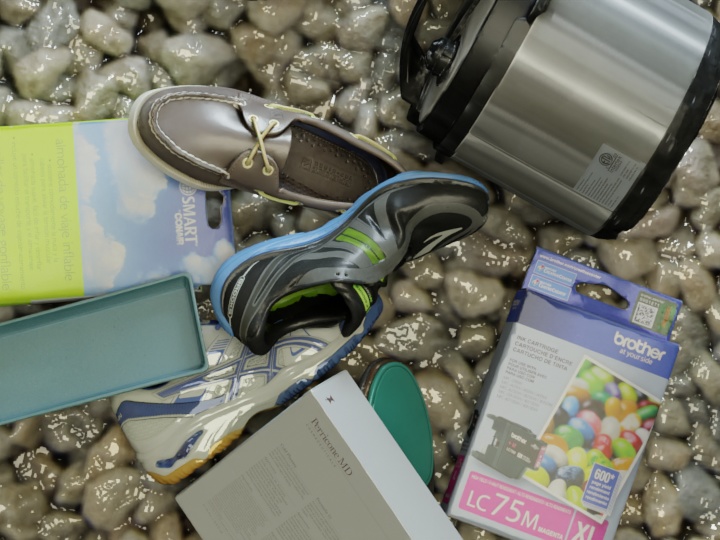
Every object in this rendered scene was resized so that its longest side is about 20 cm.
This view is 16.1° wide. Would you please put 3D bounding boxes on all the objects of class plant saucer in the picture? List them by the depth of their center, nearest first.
[{"bbox_3d":[-0.200,0.060,1.719,0.199,0.019,0.070,-15,75,9],"label":"plant saucer"}]

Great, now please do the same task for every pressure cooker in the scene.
[{"bbox_3d":[0.128,-0.137,1.710,0.199,0.179,0.177,28,88,-5],"label":"pressure cooker"}]

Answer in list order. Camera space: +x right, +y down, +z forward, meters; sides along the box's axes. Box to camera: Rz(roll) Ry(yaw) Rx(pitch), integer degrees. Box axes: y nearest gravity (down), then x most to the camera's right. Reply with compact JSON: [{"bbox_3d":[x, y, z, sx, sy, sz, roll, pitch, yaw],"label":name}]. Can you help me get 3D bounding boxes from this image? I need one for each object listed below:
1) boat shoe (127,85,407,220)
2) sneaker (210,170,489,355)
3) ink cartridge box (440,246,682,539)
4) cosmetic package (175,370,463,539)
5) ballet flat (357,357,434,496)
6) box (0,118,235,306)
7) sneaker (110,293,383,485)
[{"bbox_3d":[-0.059,-0.080,1.713,0.199,0.059,0.072,19,78,-28],"label":"boat shoe"},{"bbox_3d":[0.000,0.000,1.695,0.199,0.071,0.083,-25,52,-7],"label":"sneaker"},{"bbox_3d":[0.144,0.095,1.771,0.119,0.042,0.201,20,84,-5],"label":"ink cartridge box"},{"bbox_3d":[-0.012,0.190,1.693,0.151,0.052,0.201,-38,84,37],"label":"cosmetic package"},{"bbox_3d":[0.018,0.160,1.740,0.073,0.073,0.201,-13,93,-6],"label":"ballet flat"},{"bbox_3d":[-0.188,-0.041,1.738,0.198,0.048,0.123,-4,89,-7],"label":"box"},{"bbox_3d":[-0.079,0.057,1.732,0.199,0.075,0.088,-36,89,-8],"label":"sneaker"}]
